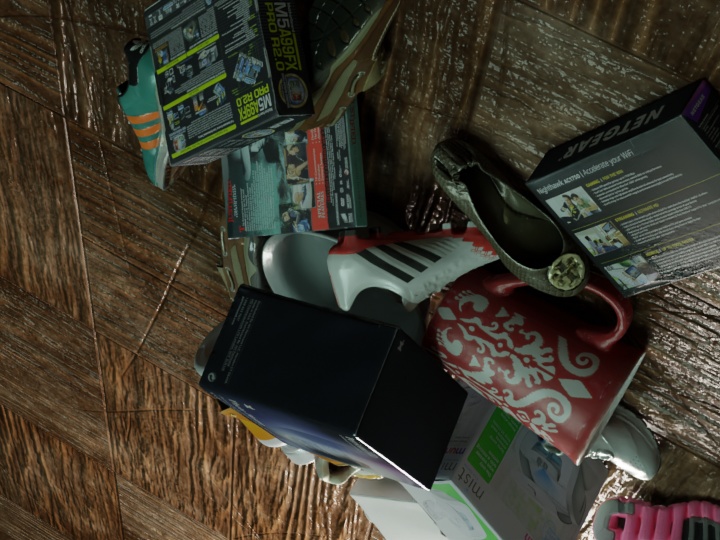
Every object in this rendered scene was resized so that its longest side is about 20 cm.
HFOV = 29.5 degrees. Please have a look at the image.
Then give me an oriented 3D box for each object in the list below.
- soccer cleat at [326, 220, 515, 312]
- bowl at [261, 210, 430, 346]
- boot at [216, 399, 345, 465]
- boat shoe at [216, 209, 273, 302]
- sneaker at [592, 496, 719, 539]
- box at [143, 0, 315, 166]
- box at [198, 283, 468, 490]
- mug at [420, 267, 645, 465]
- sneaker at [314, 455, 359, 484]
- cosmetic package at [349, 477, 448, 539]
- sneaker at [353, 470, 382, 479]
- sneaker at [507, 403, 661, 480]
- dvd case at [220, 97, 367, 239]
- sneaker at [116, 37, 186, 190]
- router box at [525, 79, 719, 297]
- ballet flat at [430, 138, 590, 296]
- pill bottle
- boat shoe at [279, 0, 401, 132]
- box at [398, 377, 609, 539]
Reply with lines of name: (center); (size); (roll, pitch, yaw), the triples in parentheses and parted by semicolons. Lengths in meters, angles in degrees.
soccer cleat: (0.066, -0.003, 1.344); (0.198, 0.086, 0.069); (-4, -177, -8)
bowl: (0.000, 0.000, 1.474); (0.200, 0.091, 0.202); (24, 147, 17)
boot: (-0.085, 0.176, 1.622); (0.143, 0.071, 0.201); (21, 172, -28)
boat shoe: (-0.131, -0.003, 1.621); (0.071, 0.076, 0.201); (26, 139, 20)
sneaker: (0.371, 0.308, 1.573); (0.199, 0.080, 0.095); (6, 161, 40)
box: (-0.128, -0.198, 1.288); (0.199, 0.044, 0.162); (-16, 84, 52)
box: (-0.025, 0.123, 1.413); (0.197, 0.124, 0.200); (13, 163, 31)
mug: (0.182, 0.070, 1.398); (0.199, 0.179, 0.133); (31, -174, 15)
sneaker: (0.007, 0.195, 1.686); (0.081, 0.089, 0.200); (21, 128, -20)
cosmetic package: (0.096, 0.308, 1.810); (0.199, 0.081, 0.113); (1, 135, 45)
sneaker: (0.042, 0.219, 1.766); (0.199, 0.076, 0.088); (0, 121, 37)
sneaker: (0.236, 0.172, 1.485); (0.199, 0.087, 0.075); (35, 148, -2)
dvd case: (-0.073, -0.110, 1.382); (0.199, 0.022, 0.148); (-5, 91, 45)
sneaker: (-0.220, -0.172, 1.480); (0.080, 0.071, 0.201); (32, 144, 14)
router box: (0.259, -0.064, 1.176); (0.149, 0.051, 0.199); (46, 147, -15)
ballet flat: (0.143, -0.049, 1.294); (0.200, 0.067, 0.046); (46, 179, -9)
pill bottle: (-0.115, 0.156, 1.775); (0.111, 0.111, 0.200); (-8, 129, 48)
boat shoe: (-0.015, -0.199, 1.246); (0.073, 0.076, 0.200); (4, 148, -33)
box: (0.163, 0.232, 1.550); (0.096, 0.177, 0.200); (-9, 128, 49)
